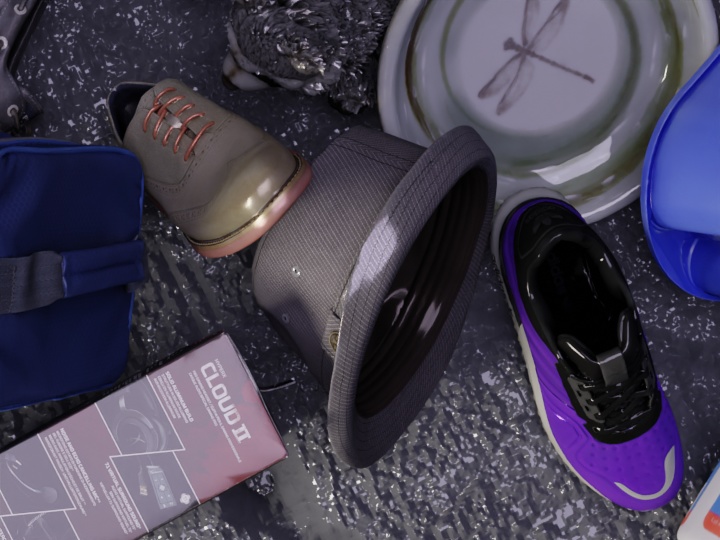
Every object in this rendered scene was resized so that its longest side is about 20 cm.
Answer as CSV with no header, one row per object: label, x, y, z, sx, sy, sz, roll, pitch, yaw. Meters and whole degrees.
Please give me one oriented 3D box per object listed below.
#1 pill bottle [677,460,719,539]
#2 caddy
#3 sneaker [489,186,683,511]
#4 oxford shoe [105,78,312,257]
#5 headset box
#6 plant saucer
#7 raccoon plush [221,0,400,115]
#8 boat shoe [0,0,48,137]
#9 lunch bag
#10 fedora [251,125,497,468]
pill bottle,0.276,0.099,1.108,0.112,0.112,0.201,33,87,-3
caddy,0.244,-0.070,1.107,0.200,0.105,0.142,-48,122,-13
sneaker,0.132,0.054,1.095,0.069,0.100,0.202,-27,102,-5
oxford shoe,-0.090,-0.060,1.035,0.071,0.200,0.074,-48,115,-12
headset box,-0.126,0.101,1.057,0.199,0.149,0.078,-27,91,-6
plant saucer,0.103,-0.119,1.110,0.198,0.050,0.202,-5,120,-9
raccoon plush,-0.007,-0.175,1.079,0.096,0.134,0.201,30,87,6
boat shoe,-0.209,-0.105,1.103,0.066,0.070,0.202,16,79,-2
lunch bag,-0.186,-0.001,0.989,0.131,0.200,0.138,8,98,20
fedora,0.000,0.000,1.066,0.090,0.201,0.177,26,51,17
